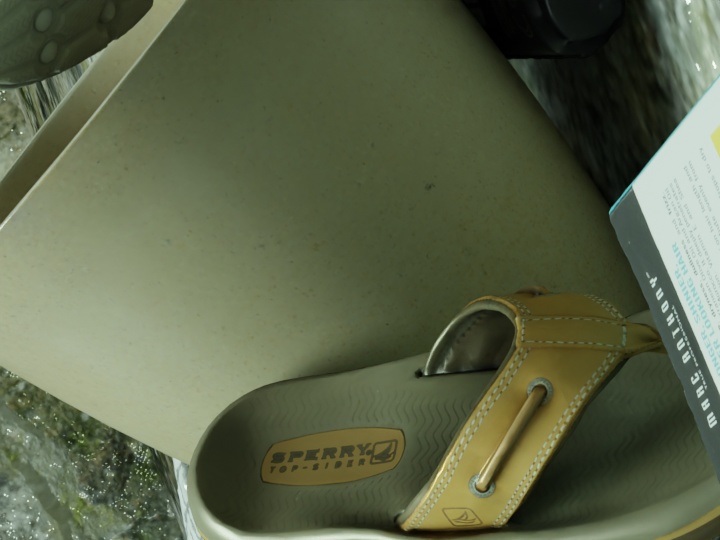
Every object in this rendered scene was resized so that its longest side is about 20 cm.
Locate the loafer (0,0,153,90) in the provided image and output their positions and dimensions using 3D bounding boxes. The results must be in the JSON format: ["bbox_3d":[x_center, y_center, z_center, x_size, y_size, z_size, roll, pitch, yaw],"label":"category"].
[{"bbox_3d":[-0.076,-0.128,0.841,0.070,0.200,0.070,19,139,19],"label":"loafer"}]

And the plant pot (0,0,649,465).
[{"bbox_3d":[0.000,0.000,0.864,0.200,0.187,0.187,39,174,-10],"label":"plant pot"}]

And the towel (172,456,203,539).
[{"bbox_3d":[-0.030,0.028,1.015,0.166,0.085,0.201,94,167,-73],"label":"towel"}]

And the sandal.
[{"bbox_3d":[0.035,0.035,0.730,0.054,0.200,0.080,56,-145,-39],"label":"sandal"}]

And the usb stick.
[{"bbox_3d":[0.039,-0.094,0.901,0.200,0.033,0.056,-161,52,-77],"label":"usb stick"}]

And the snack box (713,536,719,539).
[{"bbox_3d":[0.136,0.173,0.841,0.200,0.053,0.142,-122,18,-50],"label":"snack box"}]

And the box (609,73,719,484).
[{"bbox_3d":[0.111,-0.013,0.588,0.200,0.049,0.082,120,130,-71],"label":"box"}]
